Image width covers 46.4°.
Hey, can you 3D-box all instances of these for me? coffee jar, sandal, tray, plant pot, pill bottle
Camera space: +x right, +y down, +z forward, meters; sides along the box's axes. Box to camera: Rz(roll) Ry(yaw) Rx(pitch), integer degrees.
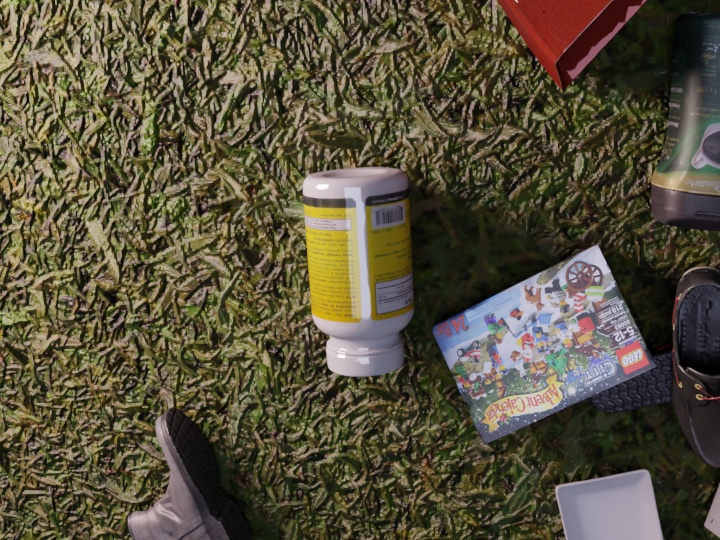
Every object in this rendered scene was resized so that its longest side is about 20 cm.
[{"bbox_3d":[0.343,-0.140,0.811,0.101,0.085,0.205,6,103,3],"label":"coffee jar"},{"bbox_3d":[0.339,0.107,0.895,0.196,0.045,0.077,-11,96,25],"label":"sandal"},{"bbox_3d":[0.292,0.324,0.955,0.105,0.022,0.205,-13,100,10],"label":"tray"},{"bbox_3d":[0.187,-0.308,0.748,0.176,0.200,0.200,45,105,7],"label":"plant pot"},{"bbox_3d":[0.000,0.000,0.877,0.109,0.113,0.205,-1,102,8],"label":"pill bottle"}]

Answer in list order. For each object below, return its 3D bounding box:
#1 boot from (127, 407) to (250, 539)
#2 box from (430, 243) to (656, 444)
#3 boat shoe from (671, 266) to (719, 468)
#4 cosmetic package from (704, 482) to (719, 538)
[{"bbox_3d":[-0.228,0.275,0.997,0.129,0.070,0.204,-23,94,18],"label":"boot"},{"bbox_3d":[0.191,0.078,0.891,0.197,0.038,0.139,-27,84,13],"label":"box"},{"bbox_3d":[0.344,0.102,0.833,0.072,0.063,0.207,-4,100,23],"label":"boat shoe"},{"bbox_3d":[0.479,0.254,0.811,0.196,0.199,0.125,23,89,2],"label":"cosmetic package"}]
